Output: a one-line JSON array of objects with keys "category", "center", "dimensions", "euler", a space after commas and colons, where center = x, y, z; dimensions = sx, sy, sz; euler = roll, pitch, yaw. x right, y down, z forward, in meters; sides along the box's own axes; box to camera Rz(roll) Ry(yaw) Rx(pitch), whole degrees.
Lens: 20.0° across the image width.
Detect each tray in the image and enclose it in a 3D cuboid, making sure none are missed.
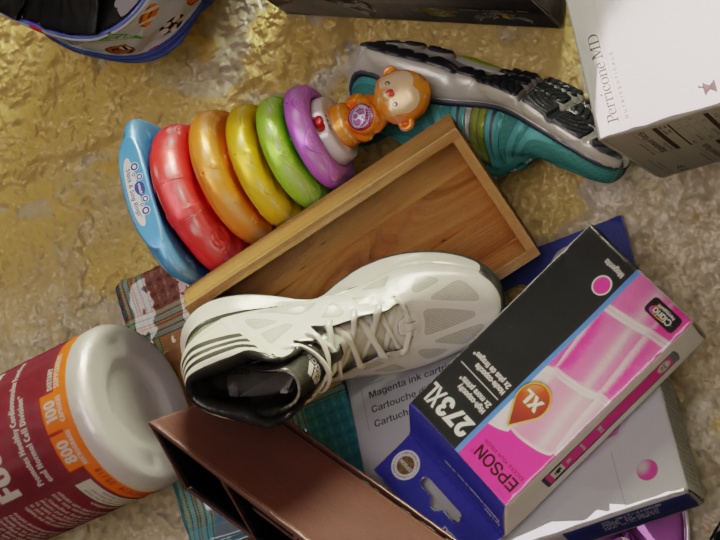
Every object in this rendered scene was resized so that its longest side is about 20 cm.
[{"category": "tray", "center": [0.000, 0.000, 1.266], "dimensions": [0.200, 0.037, 0.099], "euler": [-33, 110, 8]}]

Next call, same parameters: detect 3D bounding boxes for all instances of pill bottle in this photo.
[{"category": "pill bottle", "center": [-0.220, 0.122, 1.344], "dimensions": [0.200, 0.114, 0.114], "euler": [-26, 75, 26]}]

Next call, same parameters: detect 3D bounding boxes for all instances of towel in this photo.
[{"category": "towel", "center": [-0.076, 0.076, 1.351], "dimensions": [0.146, 0.022, 0.200], "euler": [-23, 76, 17]}]

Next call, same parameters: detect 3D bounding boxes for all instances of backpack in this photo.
[{"category": "backpack", "center": [-0.166, -0.237, 1.352], "dimensions": [0.200, 0.154, 0.191], "euler": [24, 85, 28]}]

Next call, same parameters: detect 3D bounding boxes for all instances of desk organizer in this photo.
[{"category": "desk organizer", "center": [-0.039, 0.153, 1.206], "dimensions": [0.200, 0.077, 0.072], "euler": [32, 123, 33]}]

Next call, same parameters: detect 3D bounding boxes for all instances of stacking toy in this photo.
[{"category": "stacking toy", "center": [-0.043, -0.073, 1.285], "dimensions": [0.200, 0.110, 0.116], "euler": [-25, 68, 21]}]

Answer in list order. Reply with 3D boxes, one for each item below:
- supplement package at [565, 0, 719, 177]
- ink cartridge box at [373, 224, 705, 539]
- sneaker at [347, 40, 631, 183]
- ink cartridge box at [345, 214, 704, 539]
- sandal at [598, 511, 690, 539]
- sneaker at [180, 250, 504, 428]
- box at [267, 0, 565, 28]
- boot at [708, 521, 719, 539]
[{"category": "supplement package", "center": [0.187, -0.173, 1.205], "dimensions": [0.111, 0.156, 0.201], "euler": [-17, 79, 19]}, {"category": "ink cartridge box", "center": [0.100, 0.075, 1.203], "dimensions": [0.200, 0.037, 0.095], "euler": [-46, 58, 3]}, {"category": "sneaker", "center": [0.081, -0.089, 1.293], "dimensions": [0.200, 0.077, 0.080], "euler": [19, 110, 27]}, {"category": "ink cartridge box", "center": [0.090, 0.079, 1.249], "dimensions": [0.196, 0.043, 0.200], "euler": [-22, 63, 17]}, {"category": "sandal", "center": [0.145, 0.209, 1.212], "dimensions": [0.082, 0.050, 0.203], "euler": [25, 78, -2]}, {"category": "sneaker", "center": [-0.009, 0.052, 1.200], "dimensions": [0.200, 0.115, 0.076], "euler": [-12, 112, 3]}, {"category": "box", "center": [0.014, -0.197, 1.273], "dimensions": [0.199, 0.158, 0.048], "euler": [6, 84, 21]}, {"category": "boot", "center": [0.197, 0.216, 1.151], "dimensions": [0.076, 0.168, 0.201], "euler": [27, 94, 20]}]
